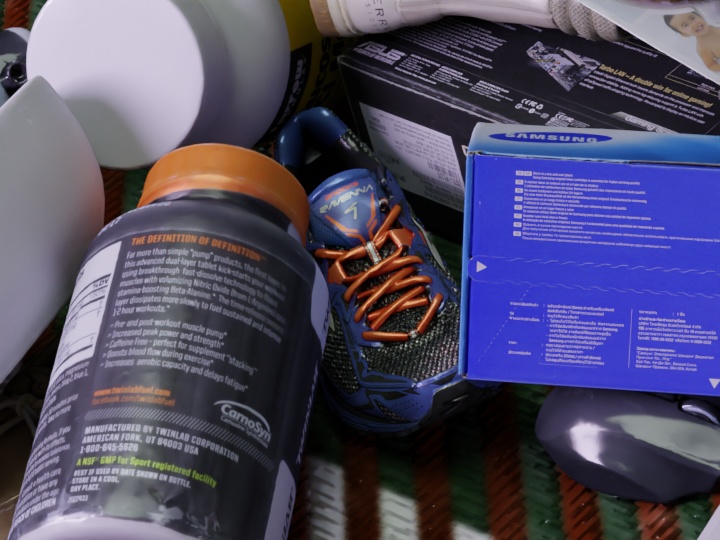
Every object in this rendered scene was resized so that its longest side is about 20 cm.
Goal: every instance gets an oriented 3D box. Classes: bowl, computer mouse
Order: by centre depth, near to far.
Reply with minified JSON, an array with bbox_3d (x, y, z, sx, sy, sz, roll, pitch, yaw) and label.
[{"bbox_3d":[0.159,0.063,1.151,0.199,0.034,0.059,4,41,26],"label":"computer mouse"},{"bbox_3d":[-0.186,0.033,1.241,0.200,0.075,0.200,-44,8,48],"label":"bowl"}]

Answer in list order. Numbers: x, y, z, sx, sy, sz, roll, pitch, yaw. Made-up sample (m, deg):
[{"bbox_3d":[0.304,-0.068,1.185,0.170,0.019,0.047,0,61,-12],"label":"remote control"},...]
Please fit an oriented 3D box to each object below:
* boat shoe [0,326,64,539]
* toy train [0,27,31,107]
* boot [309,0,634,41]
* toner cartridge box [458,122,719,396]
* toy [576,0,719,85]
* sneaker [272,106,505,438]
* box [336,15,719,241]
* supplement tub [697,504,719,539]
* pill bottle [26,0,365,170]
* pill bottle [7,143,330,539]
[{"bbox_3d":[-0.111,0.042,1.265,0.073,0.063,0.201,19,50,40],"label":"boat shoe"},{"bbox_3d":[-0.222,-0.042,1.376,0.200,0.085,0.114,-37,7,-22],"label":"toy train"},{"bbox_3d":[0.079,-0.168,1.307,0.154,0.072,0.200,5,42,25],"label":"boot"},{"bbox_3d":[0.140,-0.002,1.150,0.199,0.095,0.043,4,19,6],"label":"toner cartridge box"},{"bbox_3d":[0.134,-0.145,1.194,0.200,0.047,0.115,35,56,17],"label":"toy"},{"bbox_3d":[0.000,0.000,1.260,0.075,0.079,0.200,-25,37,-9],"label":"sneaker"},{"bbox_3d":[0.119,-0.077,1.302,0.164,0.086,0.200,-40,41,-27],"label":"box"},{"bbox_3d":[0.175,0.114,0.998,0.131,0.132,0.200,11,46,33],"label":"supplement tub"},{"bbox_3d":[-0.068,-0.106,1.338,0.112,0.113,0.200,-1,14,22],"label":"pill bottle"},{"bbox_3d":[-0.070,0.046,1.177,0.106,0.106,0.201,-3,51,19],"label":"pill bottle"}]
